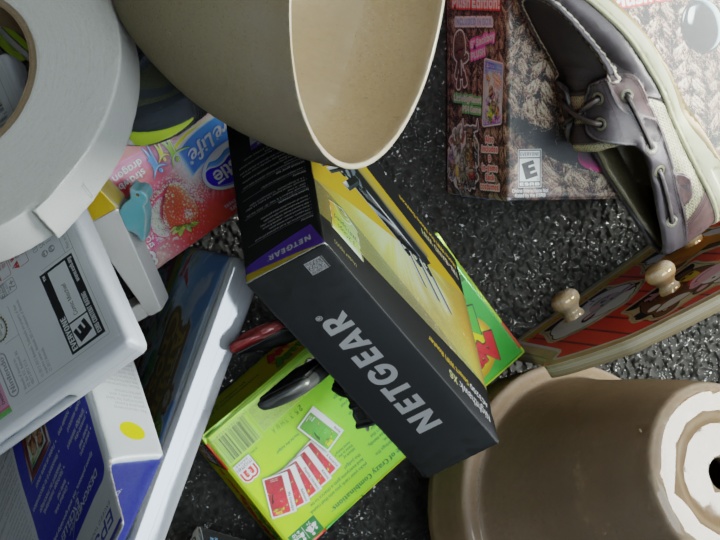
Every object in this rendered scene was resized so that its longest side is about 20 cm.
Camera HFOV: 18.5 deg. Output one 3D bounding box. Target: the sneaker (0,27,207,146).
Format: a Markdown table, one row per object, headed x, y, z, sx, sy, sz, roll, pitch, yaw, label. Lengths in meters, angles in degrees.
| x | y | z | sx | sy | sz | roll | pitch | yaw | label |
| --- | --- | --- | --- | --- | --- | --- | --- | --- | --- |
| -0.155 | -0.138 | 1.252 | 0.074 | 0.200 | 0.081 | -44 | 144 | -19 | sneaker |

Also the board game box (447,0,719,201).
| x | y | z | sx | sy | sz | roll | pitch | yaw | label |
| --- | --- | --- | --- | --- | --- | --- | --- | --- | --- |
| 0.146 | -0.147 | 1.422 | 0.159 | 0.097 | 0.200 | -3 | 95 | -21 | board game box |

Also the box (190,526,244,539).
| x | y | z | sx | sy | sz | roll | pitch | yaw | label |
| --- | --- | --- | --- | --- | --- | --- | --- | --- | --- |
| -0.033 | 0.247 | 1.384 | 0.200 | 0.060 | 0.117 | 21 | 112 | -21 | box |

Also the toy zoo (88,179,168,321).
| x | y | z | sx | sy | sz | roll | pitch | yaw | label |
| --- | --- | --- | --- | --- | --- | --- | --- | --- | --- |
| -0.204 | -0.004 | 1.284 | 0.200 | 0.020 | 0.131 | -28 | 106 | 19 | toy zoo |

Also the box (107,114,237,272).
| x | y | z | sx | sy | sz | roll | pitch | yaw | label |
| --- | --- | --- | --- | --- | --- | --- | --- | --- | --- |
| -0.090 | -0.093 | 1.338 | 0.200 | 0.095 | 0.100 | -37 | 105 | -14 | box |

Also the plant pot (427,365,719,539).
| x | y | z | sx | sy | sz | roll | pitch | yaw | label |
| --- | --- | --- | --- | --- | --- | --- | --- | --- | --- |
| 0.172 | 0.143 | 1.383 | 0.200 | 0.175 | 0.200 | 12 | 69 | -32 | plant pot |

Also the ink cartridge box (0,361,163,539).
| x | y | z | sx | sy | sz | roll | pitch | yaw | label |
| --- | --- | --- | --- | --- | --- | --- | --- | --- | --- |
| -0.166 | 0.142 | 1.232 | 0.047 | 0.200 | 0.198 | 8 | 125 | -28 | ink cartridge box |

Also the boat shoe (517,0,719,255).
| x | y | z | sx | sy | sz | roll | pitch | yaw | label |
| --- | --- | --- | --- | --- | --- | --- | --- | --- | --- |
| 0.155 | -0.094 | 1.341 | 0.065 | 0.072 | 0.200 | -45 | 114 | -17 | boat shoe |

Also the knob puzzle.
| x | y | z | sx | sy | sz | roll | pitch | yaw | label |
| --- | --- | --- | --- | --- | --- | --- | --- | --- | --- |
| 0.192 | 0.001 | 1.397 | 0.220 | 0.220 | 0.030 | -34 | 100 | -15 | knob puzzle |

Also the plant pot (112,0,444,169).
| x | y | z | sx | sy | sz | roll | pitch | yaw | label |
| --- | --- | --- | --- | --- | --- | --- | --- | --- | --- |
| -0.052 | -0.160 | 1.156 | 0.134 | 0.200 | 0.200 | 8 | 92 | 23 | plant pot |

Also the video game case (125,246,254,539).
| x | y | z | sx | sy | sz | roll | pitch | yaw | label |
| --- | --- | --- | --- | --- | --- | --- | --- | --- | --- |
| -0.124 | 0.082 | 1.292 | 0.022 | 0.182 | 0.200 | 21 | 87 | -19 | video game case |

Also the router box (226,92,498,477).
| x | y | z | sx | sy | sz | roll | pitch | yaw | label |
| --- | --- | --- | --- | --- | --- | --- | --- | --- | --- |
| 0.000 | 0.000 | 1.262 | 0.052 | 0.157 | 0.200 | -27 | 132 | 16 | router box |

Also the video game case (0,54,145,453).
| x | y | z | sx | sy | sz | roll | pitch | yaw | label |
| --- | --- | --- | --- | --- | --- | --- | --- | --- | --- |
| -0.224 | 0.010 | 1.210 | 0.182 | 0.200 | 0.022 | -35 | 152 | 16 | video game case |

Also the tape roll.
| x | y | z | sx | sy | sz | roll | pitch | yaw | label |
| --- | --- | --- | --- | --- | --- | --- | --- | --- | --- |
| -0.218 | -0.095 | 1.185 | 0.203 | 0.037 | 0.203 | -5 | 66 | 12 | tape roll |

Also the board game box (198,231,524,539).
| x | y | z | sx | sy | sz | roll | pitch | yaw | label |
| --- | --- | --- | --- | --- | --- | --- | --- | --- | --- |
| -0.004 | 0.076 | 1.410 | 0.200 | 0.048 | 0.102 | -41 | 107 | -13 | board game box |

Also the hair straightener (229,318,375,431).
| x | y | z | sx | sy | sz | roll | pitch | yaw | label |
| --- | --- | --- | --- | --- | --- | --- | --- | --- | --- |
| -0.018 | 0.062 | 1.283 | 0.041 | 0.200 | 0.077 | -27 | 85 | 13 | hair straightener |
